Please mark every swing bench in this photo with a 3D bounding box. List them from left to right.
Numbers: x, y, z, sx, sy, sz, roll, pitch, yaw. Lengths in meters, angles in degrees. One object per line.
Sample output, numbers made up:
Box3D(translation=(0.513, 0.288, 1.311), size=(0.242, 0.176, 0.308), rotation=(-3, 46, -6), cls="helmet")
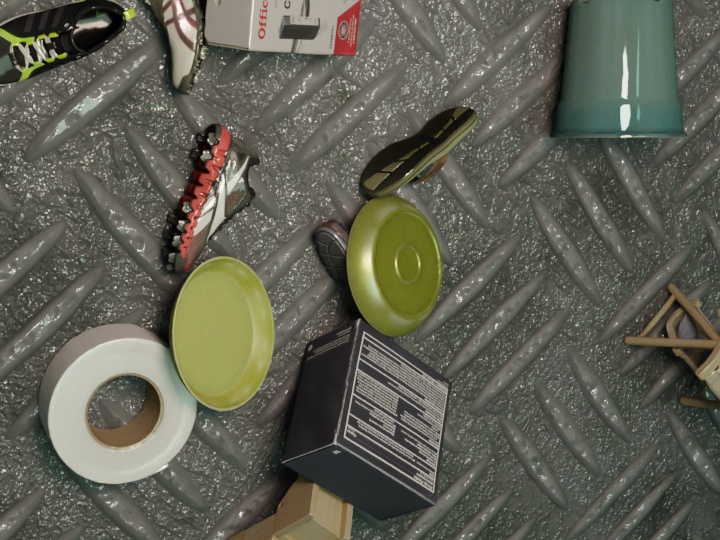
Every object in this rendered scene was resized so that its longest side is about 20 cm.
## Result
Box3D(translation=(0.576, 0.152, 1.949), size=(0.130, 0.200, 0.199), rotation=(-49, 119, -7), cls="swing bench")

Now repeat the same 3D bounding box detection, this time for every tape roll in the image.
Box3D(translation=(-0.320, 0.176, 1.581), size=(0.200, 0.071, 0.205), rotation=(-7, 107, -25), cls="tape roll")

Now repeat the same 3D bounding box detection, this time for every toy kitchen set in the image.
Box3D(translation=(-0.075, 0.365, 1.757), size=(0.199, 0.182, 0.163), rotation=(-34, 121, 31), cls="toy kitchen set")

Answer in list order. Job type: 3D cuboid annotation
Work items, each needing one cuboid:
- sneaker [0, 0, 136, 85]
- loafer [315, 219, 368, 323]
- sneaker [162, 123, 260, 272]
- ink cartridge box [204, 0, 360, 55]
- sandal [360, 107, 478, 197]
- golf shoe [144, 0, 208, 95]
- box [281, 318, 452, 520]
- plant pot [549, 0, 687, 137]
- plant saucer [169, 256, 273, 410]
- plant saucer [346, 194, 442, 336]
Box3D(translation=(-0.365, -0.279, 1.425), size=(0.199, 0.083, 0.072), rotation=(-29, 115, -17), cls="sneaker")
Box3D(translation=(0.000, 0.000, 1.704), size=(0.063, 0.071, 0.201), rotation=(-49, 127, -29), cls="loafer")
Box3D(translation=(-0.192, -0.085, 1.572), size=(0.097, 0.071, 0.202), rotation=(20, 93, -27), cls="sneaker")
Box3D(translation=(-0.092, -0.349, 1.504), size=(0.199, 0.083, 0.146), rotation=(-9, 109, -47), cls="ink cartridge box")
Box3D(translation=(0.091, -0.159, 1.694), size=(0.200, 0.080, 0.058), rotation=(-34, 130, -15), cls="sandal")
Box3D(translation=(-0.229, -0.323, 1.499), size=(0.087, 0.077, 0.203), rotation=(4, 100, -7), cls="golf shoe")
Box3D(translation=(0.012, 0.213, 1.678), size=(0.199, 0.123, 0.200), rotation=(36, 47, -29), cls="box")
Box3D(translation=(0.377, -0.292, 1.741), size=(0.198, 0.200, 0.199), rotation=(-4, 98, -25), cls="plant pot")
Box3D(translation=(-0.189, 0.084, 1.592), size=(0.199, 0.031, 0.203), rotation=(3, 86, -55), cls="plant saucer")
Box3D(translation=(0.058, -0.008, 1.691), size=(0.199, 0.031, 0.203), rotation=(8, 79, -47), cls="plant saucer")
